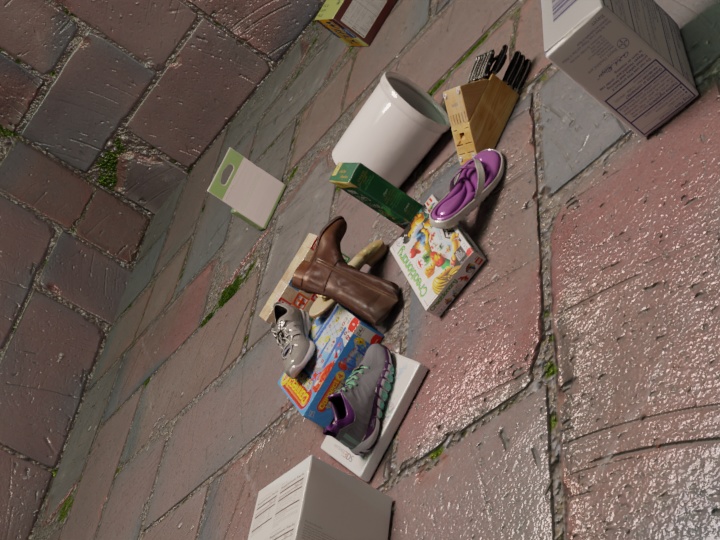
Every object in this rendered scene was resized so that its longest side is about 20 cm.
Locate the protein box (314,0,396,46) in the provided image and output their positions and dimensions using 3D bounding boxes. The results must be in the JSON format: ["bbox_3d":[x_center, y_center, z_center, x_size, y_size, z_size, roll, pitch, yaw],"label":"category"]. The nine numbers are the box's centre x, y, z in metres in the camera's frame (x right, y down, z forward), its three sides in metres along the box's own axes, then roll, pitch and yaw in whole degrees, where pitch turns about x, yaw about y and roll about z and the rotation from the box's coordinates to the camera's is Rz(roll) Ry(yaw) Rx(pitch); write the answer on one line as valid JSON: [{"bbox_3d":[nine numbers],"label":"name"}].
[{"bbox_3d":[-0.004,-0.771,2.838,0.201,0.134,0.198,-57,22,1],"label":"protein box"}]

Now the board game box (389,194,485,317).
[{"bbox_3d":[0.126,-0.028,1.651,0.127,0.034,0.200,-53,32,16],"label":"board game box"}]

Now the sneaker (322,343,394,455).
[{"bbox_3d":[-0.004,0.188,1.558,0.074,0.087,0.201,-37,31,42],"label":"sneaker"}]

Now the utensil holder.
[{"bbox_3d":[0.060,-0.271,1.990,0.200,0.169,0.171,-51,22,25],"label":"utensil holder"}]

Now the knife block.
[{"bbox_3d":[0.245,-0.300,1.783,0.064,0.174,0.202,-3,103,66],"label":"knife block"}]

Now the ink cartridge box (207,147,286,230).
[{"bbox_3d":[-0.318,-0.224,2.710,0.048,0.199,0.147,-7,55,60],"label":"ink cartridge box"}]

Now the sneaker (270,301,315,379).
[{"bbox_3d":[-0.139,0.131,1.847,0.075,0.082,0.201,-51,23,18],"label":"sneaker"}]

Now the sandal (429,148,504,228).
[{"bbox_3d":[0.181,-0.148,1.649,0.082,0.050,0.203,8,48,36],"label":"sandal"}]

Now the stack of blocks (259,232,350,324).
[{"bbox_3d":[-0.103,0.041,1.999,0.201,0.115,0.059,-59,21,-3],"label":"stack of blocks"}]

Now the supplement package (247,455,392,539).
[{"bbox_3d":[-0.066,0.403,1.382,0.150,0.151,0.201,-40,28,40],"label":"supplement package"}]

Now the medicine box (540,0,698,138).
[{"bbox_3d":[0.353,-0.317,1.353,0.103,0.199,0.183,-39,28,35],"label":"medicine box"}]

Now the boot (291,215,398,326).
[{"bbox_3d":[0.000,0.000,1.797,0.187,0.198,0.065,-58,-23,-29],"label":"boot"}]

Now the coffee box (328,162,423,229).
[{"bbox_3d":[0.046,-0.127,1.775,0.044,0.199,0.123,-59,22,-4],"label":"coffee box"}]

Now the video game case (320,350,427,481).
[{"bbox_3d":[0.019,0.228,1.605,0.201,0.024,0.182,-61,22,-7],"label":"video game case"}]

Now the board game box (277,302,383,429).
[{"bbox_3d":[-0.060,0.166,1.817,0.197,0.056,0.200,-59,21,-1],"label":"board game box"}]

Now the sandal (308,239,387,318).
[{"bbox_3d":[-0.042,-0.005,1.888,0.212,0.070,0.077,-43,22,-21],"label":"sandal"}]
